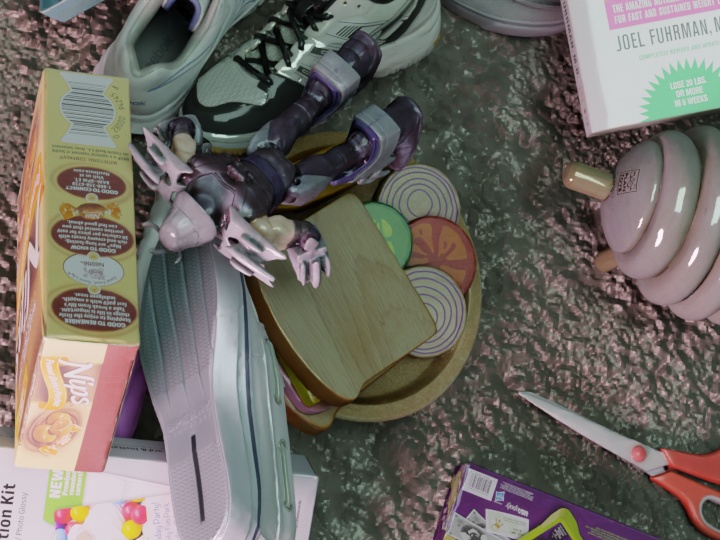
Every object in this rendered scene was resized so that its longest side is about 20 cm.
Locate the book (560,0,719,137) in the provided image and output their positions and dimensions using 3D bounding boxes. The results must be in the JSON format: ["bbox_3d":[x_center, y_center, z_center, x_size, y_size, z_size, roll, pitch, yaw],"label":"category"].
[{"bbox_3d":[0.191,-0.197,1.247,0.132,0.048,0.202,-11,87,-4],"label":"book"}]

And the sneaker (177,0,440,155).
[{"bbox_3d":[-0.035,-0.148,1.197,0.199,0.088,0.075,-35,55,-26],"label":"sneaker"}]

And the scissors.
[{"bbox_3d":[0.191,0.131,1.265,0.198,0.014,0.074,14,79,-16],"label":"scissors"}]

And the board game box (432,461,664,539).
[{"bbox_3d":[0.135,0.213,1.227,0.198,0.032,0.121,23,71,-11],"label":"board game box"}]

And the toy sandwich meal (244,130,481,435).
[{"bbox_3d":[0.000,0.000,1.182,0.203,0.070,0.207,9,71,-27],"label":"toy sandwich meal"}]

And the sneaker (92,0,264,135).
[{"bbox_3d":[-0.095,-0.176,1.197,0.074,0.087,0.201,29,72,-8],"label":"sneaker"}]

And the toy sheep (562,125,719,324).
[{"bbox_3d":[0.220,-0.030,1.240,0.198,0.138,0.139,12,77,-14],"label":"toy sheep"}]

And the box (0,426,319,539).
[{"bbox_3d":[-0.134,0.177,1.119,0.198,0.041,0.158,8,101,-14],"label":"box"}]

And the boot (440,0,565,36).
[{"bbox_3d":[0.071,-0.216,1.247,0.198,0.096,0.074,19,76,-13],"label":"boot"}]

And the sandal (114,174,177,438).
[{"bbox_3d":[-0.114,0.029,1.157,0.049,0.082,0.205,18,87,8],"label":"sandal"}]

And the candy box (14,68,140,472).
[{"bbox_3d":[-0.162,-0.002,1.087,0.055,0.116,0.201,6,48,-15],"label":"candy box"}]

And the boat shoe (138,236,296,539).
[{"bbox_3d":[-0.077,0.068,1.091,0.066,0.073,0.202,17,61,-45],"label":"boat shoe"}]

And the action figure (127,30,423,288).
[{"bbox_3d":[-0.047,-0.055,1.094,0.130,0.069,0.200,48,52,7],"label":"action figure"}]

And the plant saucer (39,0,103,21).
[{"bbox_3d":[-0.106,-0.212,1.170,0.199,0.070,0.019,-28,124,9],"label":"plant saucer"}]
